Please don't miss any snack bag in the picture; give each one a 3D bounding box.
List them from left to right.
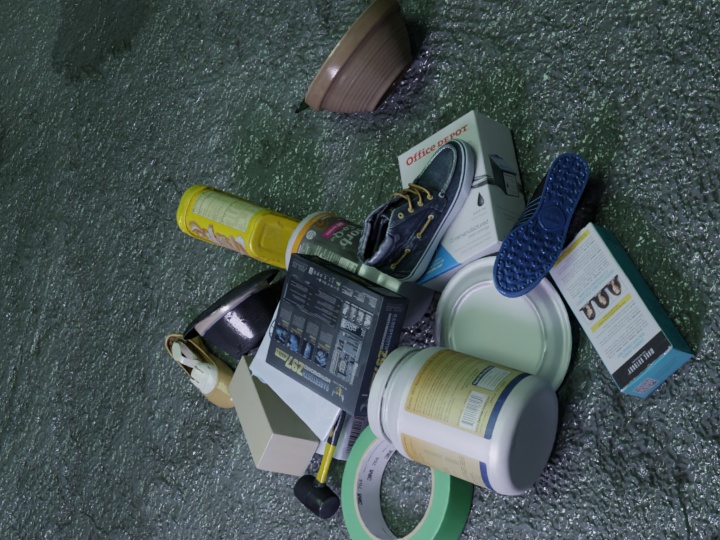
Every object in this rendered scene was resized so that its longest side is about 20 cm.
[{"bbox_3d":[-0.059,0.108,1.595,0.188,0.021,0.201,40,113,36],"label":"snack bag"}]

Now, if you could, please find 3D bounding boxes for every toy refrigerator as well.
[{"bbox_3d":[-0.132,0.213,1.722,0.070,0.076,0.200,-64,29,20],"label":"toy refrigerator"}]

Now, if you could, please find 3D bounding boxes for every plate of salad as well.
[{"bbox_3d":[0.181,0.081,1.479,0.199,0.048,0.201,5,99,37],"label":"plate of salad"}]

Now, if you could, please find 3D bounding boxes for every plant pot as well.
[{"bbox_3d":[0.013,-0.302,1.735,0.093,0.201,0.201,38,111,1],"label":"plant pot"}]

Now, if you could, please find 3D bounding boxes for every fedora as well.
[{"bbox_3d":[-0.181,0.082,1.823,0.200,0.200,0.092,-38,85,33],"label":"fedora"}]

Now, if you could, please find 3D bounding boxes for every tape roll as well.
[{"bbox_3d":[0.059,0.288,1.547,0.200,0.048,0.202,-19,62,42],"label":"tape roll"}]

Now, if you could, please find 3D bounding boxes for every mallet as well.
[{"bbox_3d":[-0.035,0.248,1.602,0.066,0.041,0.201,40,119,38],"label":"mallet"}]

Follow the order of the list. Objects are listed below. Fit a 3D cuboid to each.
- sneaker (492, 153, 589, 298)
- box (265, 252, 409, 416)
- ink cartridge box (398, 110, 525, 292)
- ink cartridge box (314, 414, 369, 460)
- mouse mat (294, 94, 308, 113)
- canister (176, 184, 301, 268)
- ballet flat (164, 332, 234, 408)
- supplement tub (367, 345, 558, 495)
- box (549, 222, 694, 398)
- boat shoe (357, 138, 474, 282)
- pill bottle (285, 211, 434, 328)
[{"bbox_3d":[0.221,-0.046,1.433,0.070,0.078,0.201,29,75,12],"label":"sneaker"},{"bbox_3d":[-0.034,0.080,1.514,0.200,0.051,0.159,24,103,48],"label":"box"},{"bbox_3d":[0.138,-0.088,1.564,0.146,0.086,0.201,-30,58,37],"label":"ink cartridge box"},{"bbox_3d":[-0.061,0.182,1.713,0.199,0.047,0.161,6,82,46],"label":"ink cartridge box"},{"bbox_3d":[-0.026,-0.330,1.800,0.008,0.161,0.200,37,112,1],"label":"mouse mat"},{"bbox_3d":[-0.177,-0.066,1.851,0.200,0.148,0.087,20,91,47],"label":"canister"},{"bbox_3d":[-0.265,0.164,1.929,0.200,0.063,0.069,37,105,47],"label":"ballet flat"},{"bbox_3d":[0.123,0.174,1.416,0.199,0.144,0.145,16,88,34],"label":"supplement tub"},{"bbox_3d":[0.299,0.044,1.368,0.082,0.049,0.201,-47,47,26],"label":"box"},{"bbox_3d":[0.071,-0.084,1.500,0.071,0.091,0.201,30,97,47],"label":"boat shoe"},{"bbox_3d":[0.000,0.000,1.641,0.199,0.116,0.117,25,95,34],"label":"pill bottle"}]
